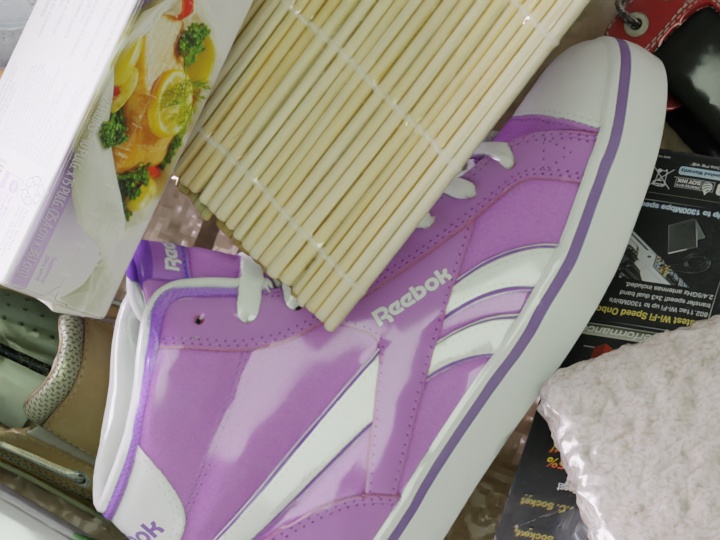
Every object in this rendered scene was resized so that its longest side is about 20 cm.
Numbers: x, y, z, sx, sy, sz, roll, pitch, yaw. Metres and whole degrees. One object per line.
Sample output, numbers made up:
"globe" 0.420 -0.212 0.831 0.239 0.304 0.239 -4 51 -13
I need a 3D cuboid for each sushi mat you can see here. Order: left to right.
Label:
"sushi mat" 0.018 -0.089 0.722 0.096 0.012 0.200 42 104 18

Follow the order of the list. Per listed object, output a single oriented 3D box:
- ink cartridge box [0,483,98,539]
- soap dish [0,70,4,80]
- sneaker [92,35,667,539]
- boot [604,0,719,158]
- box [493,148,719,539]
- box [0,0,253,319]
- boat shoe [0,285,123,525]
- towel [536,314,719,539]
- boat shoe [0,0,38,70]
"ink cartridge box" -0.159 0.115 0.807 0.200 0.084 0.146 30 84 10
"soap dish" -0.047 -0.146 0.840 0.200 0.081 0.157 -35 80 -1
"sneaker" 0.000 0.000 0.771 0.114 0.073 0.201 34 80 -11
"boot" 0.108 -0.127 0.832 0.144 0.072 0.200 -30 83 1
"box" 0.149 0.053 0.760 0.200 0.050 0.158 9 59 19
"box" -0.049 -0.086 0.723 0.041 0.039 0.200 27 94 42
"boat shoe" -0.080 0.037 0.817 0.200 0.076 0.072 15 82 6
"towel" 0.131 0.086 0.692 0.132 0.035 0.200 -19 55 0
"boat shoe" -0.100 -0.156 0.765 0.071 0.070 0.201 -9 87 21
